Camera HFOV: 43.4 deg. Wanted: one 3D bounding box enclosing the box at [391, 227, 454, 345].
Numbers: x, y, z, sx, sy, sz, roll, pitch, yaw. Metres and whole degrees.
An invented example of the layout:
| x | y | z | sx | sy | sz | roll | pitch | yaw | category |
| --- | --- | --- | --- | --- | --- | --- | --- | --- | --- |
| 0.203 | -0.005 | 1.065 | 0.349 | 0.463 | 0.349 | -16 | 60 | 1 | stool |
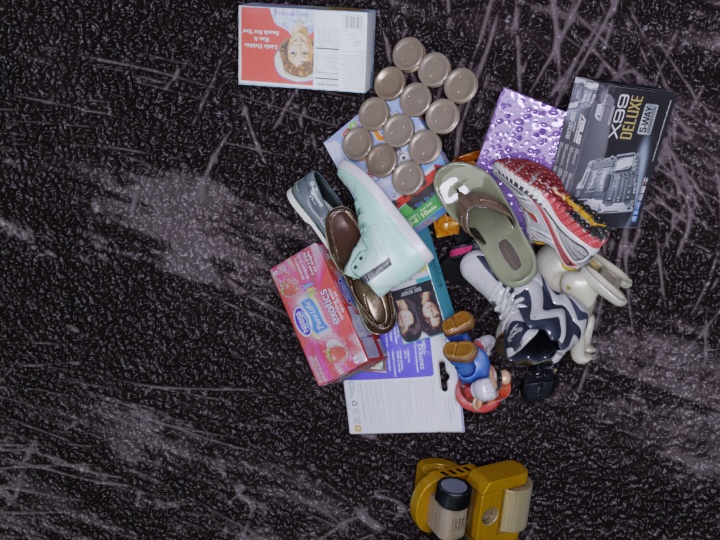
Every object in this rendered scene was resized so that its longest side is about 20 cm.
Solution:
| x | y | z | sx | sy | sz | roll | pitch | yaw | category |
| --- | --- | --- | --- | --- | --- | --- | --- | --- | --- |
| 0.079 | 0.005 | 1.391 | 0.081 | 0.049 | 0.203 | -18 | 88 | 28 | box |

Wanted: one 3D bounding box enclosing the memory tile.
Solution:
| x | y | z | sx | sy | sz | roll | pitch | yaw | category |
| --- | --- | --- | --- | --- | --- | --- | --- | --- | --- |
| 0.069 | -0.225 | 1.312 | 0.152 | 0.017 | 0.202 | 34 | 99 | 24 | memory tile |

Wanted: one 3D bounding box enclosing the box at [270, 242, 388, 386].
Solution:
| x | y | z | sx | sy | sz | roll | pitch | yaw | category |
| --- | --- | --- | --- | --- | --- | --- | --- | --- | --- |
| -0.049 | 0.068 | 1.410 | 0.095 | 0.099 | 0.203 | -28 | 78 | 18 | box |

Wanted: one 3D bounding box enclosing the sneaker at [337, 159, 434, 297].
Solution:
| x | y | z | sx | sy | sz | roll | pitch | yaw | category |
| --- | --- | --- | --- | --- | --- | --- | --- | --- | --- |
| 0.001 | -0.058 | 1.289 | 0.118 | 0.074 | 0.201 | -39 | 72 | 4 | sneaker |

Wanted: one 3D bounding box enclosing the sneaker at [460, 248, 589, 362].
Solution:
| x | y | z | sx | sy | sz | roll | pitch | yaw | category |
| --- | --- | --- | --- | --- | --- | --- | --- | --- | --- |
| 0.210 | 0.056 | 1.238 | 0.198 | 0.130 | 0.080 | 38 | 129 | 5 | sneaker |

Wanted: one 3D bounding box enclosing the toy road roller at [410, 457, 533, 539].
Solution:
| x | y | z | sx | sy | sz | roll | pitch | yaw | category |
| --- | --- | --- | --- | --- | --- | --- | --- | --- | --- |
| 0.173 | 0.373 | 1.498 | 0.197 | 0.146 | 0.125 | -4 | 111 | -26 | toy road roller |

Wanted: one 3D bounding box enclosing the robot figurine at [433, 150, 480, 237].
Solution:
| x | y | z | sx | sy | sz | roll | pitch | yaw | category |
| --- | --- | --- | --- | --- | --- | --- | --- | --- | --- |
| 0.197 | -0.123 | 1.353 | 0.197 | 0.058 | 0.147 | -13 | 104 | 16 | robot figurine |

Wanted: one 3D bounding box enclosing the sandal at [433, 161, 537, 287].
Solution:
| x | y | z | sx | sy | sz | roll | pitch | yaw | category |
| --- | --- | --- | --- | --- | --- | --- | --- | --- | --- |
| 0.172 | -0.070 | 1.224 | 0.079 | 0.057 | 0.202 | -39 | 72 | 12 | sandal |

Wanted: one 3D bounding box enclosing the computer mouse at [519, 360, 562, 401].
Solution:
| x | y | z | sx | sy | sz | roll | pitch | yaw | category |
| --- | --- | --- | --- | --- | --- | --- | --- | --- | --- |
| 0.275 | 0.170 | 1.369 | 0.057 | 0.200 | 0.035 | -1 | 72 | 5 | computer mouse |

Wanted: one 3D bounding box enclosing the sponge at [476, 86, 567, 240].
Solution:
| x | y | z | sx | sy | sz | roll | pitch | yaw | category |
| --- | --- | --- | --- | --- | --- | --- | --- | --- | --- |
| 0.221 | -0.147 | 1.294 | 0.110 | 0.030 | 0.203 | 21 | 109 | 8 | sponge |

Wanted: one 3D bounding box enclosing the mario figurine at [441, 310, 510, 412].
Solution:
| x | y | z | sx | sy | sz | roll | pitch | yaw | category |
| --- | --- | --- | --- | --- | --- | --- | --- | --- | --- |
| 0.189 | 0.143 | 1.372 | 0.105 | 0.124 | 0.201 | 21 | 156 | 34 | mario figurine |

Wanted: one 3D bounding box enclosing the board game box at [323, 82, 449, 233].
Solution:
| x | y | z | sx | sy | sz | roll | pitch | yaw | category |
| --- | --- | --- | --- | --- | --- | --- | --- | --- | --- |
| 0.050 | -0.152 | 1.344 | 0.150 | 0.036 | 0.202 | -36 | 70 | 20 | board game box |

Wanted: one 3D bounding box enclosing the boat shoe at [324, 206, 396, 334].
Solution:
| x | y | z | sx | sy | sz | roll | pitch | yaw | category |
| --- | --- | --- | --- | --- | --- | --- | --- | --- | --- |
| 0.006 | -0.003 | 1.349 | 0.074 | 0.075 | 0.205 | -26 | 90 | -3 | boat shoe |

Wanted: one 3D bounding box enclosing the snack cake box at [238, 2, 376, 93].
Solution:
| x | y | z | sx | sy | sz | roll | pitch | yaw | category |
| --- | --- | --- | --- | --- | --- | --- | --- | --- | --- |
| -0.080 | -0.331 | 1.341 | 0.196 | 0.067 | 0.117 | 6 | 110 | 10 | snack cake box |

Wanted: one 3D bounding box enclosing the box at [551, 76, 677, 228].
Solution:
| x | y | z | sx | sy | sz | roll | pitch | yaw | category |
| --- | --- | --- | --- | --- | --- | --- | --- | --- | --- |
| 0.347 | -0.162 | 1.268 | 0.155 | 0.050 | 0.203 | -1 | 113 | -32 | box |

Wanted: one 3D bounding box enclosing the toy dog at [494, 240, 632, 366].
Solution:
| x | y | z | sx | sy | sz | roll | pitch | yaw | category |
| --- | --- | --- | --- | --- | --- | --- | --- | --- | --- |
| 0.282 | 0.063 | 1.354 | 0.192 | 0.140 | 0.201 | 34 | 113 | 0 | toy dog |

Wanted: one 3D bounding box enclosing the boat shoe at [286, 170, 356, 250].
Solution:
| x | y | z | sx | sy | sz | roll | pitch | yaw | category |
| --- | --- | --- | --- | --- | --- | --- | --- | --- | --- |
| -0.029 | -0.070 | 1.411 | 0.200 | 0.073 | 0.062 | 47 | 114 | 0 | boat shoe |

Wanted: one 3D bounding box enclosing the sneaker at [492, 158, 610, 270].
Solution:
| x | y | z | sx | sy | sz | roll | pitch | yaw | category |
| --- | --- | --- | --- | --- | --- | --- | --- | --- | --- |
| 0.241 | -0.080 | 1.221 | 0.201 | 0.077 | 0.083 | 52 | 132 | 32 | sneaker |

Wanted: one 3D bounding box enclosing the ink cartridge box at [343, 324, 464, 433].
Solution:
| x | y | z | sx | sy | sz | roll | pitch | yaw | category |
| --- | --- | --- | --- | --- | --- | --- | --- | --- | --- |
| 0.067 | 0.170 | 1.479 | 0.196 | 0.043 | 0.202 | -3 | 105 | 15 | ink cartridge box |

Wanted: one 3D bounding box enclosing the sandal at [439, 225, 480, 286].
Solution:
| x | y | z | sx | sy | sz | roll | pitch | yaw | category |
| --- | --- | --- | --- | --- | --- | --- | --- | --- | --- |
| 0.162 | -0.018 | 1.340 | 0.074 | 0.045 | 0.201 | 29 | 150 | 2 | sandal |
